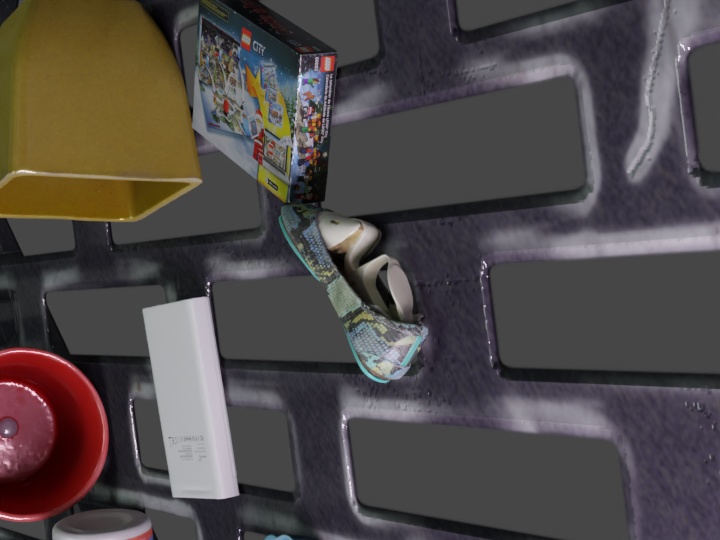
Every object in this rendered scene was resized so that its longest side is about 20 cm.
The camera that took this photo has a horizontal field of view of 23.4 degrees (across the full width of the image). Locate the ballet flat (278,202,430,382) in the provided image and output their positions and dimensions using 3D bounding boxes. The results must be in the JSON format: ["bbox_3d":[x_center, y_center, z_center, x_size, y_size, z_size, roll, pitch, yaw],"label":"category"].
[{"bbox_3d":[0.000,0.000,1.411,0.200,0.074,0.074,58,143,33],"label":"ballet flat"}]

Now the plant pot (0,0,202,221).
[{"bbox_3d":[-0.286,-0.167,1.745,0.194,0.195,0.201,-21,70,60],"label":"plant pot"}]

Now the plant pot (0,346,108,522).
[{"bbox_3d":[-0.411,0.192,2.064,0.177,0.200,0.201,169,92,-70],"label":"plant pot"}]

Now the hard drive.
[{"bbox_3d":[-0.174,0.131,1.775,0.132,0.026,0.201,-11,87,61],"label":"hard drive"}]

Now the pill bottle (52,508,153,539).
[{"bbox_3d":[-0.281,0.376,1.939,0.112,0.112,0.201,12,107,59],"label":"pill bottle"}]

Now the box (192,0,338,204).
[{"bbox_3d":[-0.088,-0.158,1.537,0.200,0.038,0.137,40,130,50],"label":"box"}]

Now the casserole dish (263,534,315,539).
[{"bbox_3d":[-0.038,0.329,1.574,0.200,0.039,0.121,66,147,27],"label":"casserole dish"}]
